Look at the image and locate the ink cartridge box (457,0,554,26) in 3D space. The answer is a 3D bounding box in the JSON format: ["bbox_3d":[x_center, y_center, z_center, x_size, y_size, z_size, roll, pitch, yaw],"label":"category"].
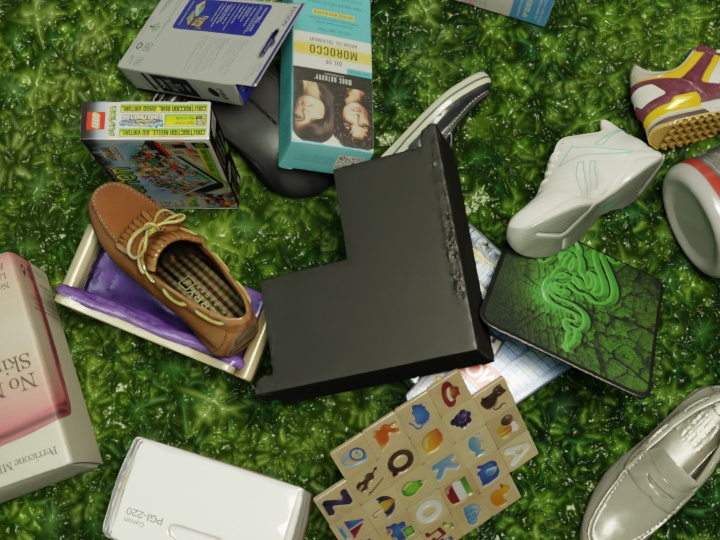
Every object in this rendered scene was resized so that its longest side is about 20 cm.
[{"bbox_3d":[0.112,-0.339,1.080,0.198,0.068,0.116,17,79,4],"label":"ink cartridge box"}]

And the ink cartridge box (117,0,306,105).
[{"bbox_3d":[-0.137,-0.212,1.016,0.199,0.039,0.100,16,68,39],"label":"ink cartridge box"}]

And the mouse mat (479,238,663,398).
[{"bbox_3d":[0.197,0.026,0.969,0.160,0.200,0.008,25,124,4],"label":"mouse mat"}]

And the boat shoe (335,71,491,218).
[{"bbox_3d":[0.062,-0.110,1.036,0.062,0.075,0.200,43,85,0],"label":"boat shoe"}]

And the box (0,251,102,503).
[{"bbox_3d":[-0.334,0.104,0.976,0.127,0.109,0.202,-20,79,-4],"label":"box"}]

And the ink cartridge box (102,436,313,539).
[{"bbox_3d":[-0.121,0.206,0.908,0.144,0.200,0.086,16,79,3],"label":"ink cartridge box"}]

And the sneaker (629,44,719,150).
[{"bbox_3d":[0.364,-0.186,1.047,0.198,0.075,0.091,-12,69,-9],"label":"sneaker"}]

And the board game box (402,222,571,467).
[{"bbox_3d":[0.086,0.075,1.003,0.200,0.062,0.200,42,81,8],"label":"board game box"}]

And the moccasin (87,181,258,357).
[{"bbox_3d":[-0.168,-0.010,0.938,0.073,0.078,0.202,-31,66,-26],"label":"moccasin"}]

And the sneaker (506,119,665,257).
[{"bbox_3d":[0.200,-0.078,1.018,0.199,0.071,0.080,-31,65,-31],"label":"sneaker"}]

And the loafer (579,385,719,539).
[{"bbox_3d":[0.276,0.184,0.976,0.070,0.070,0.200,40,82,7],"label":"loafer"}]

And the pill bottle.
[{"bbox_3d":[0.398,-0.082,1.005,0.198,0.116,0.117,-23,80,-5],"label":"pill bottle"}]

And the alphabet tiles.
[{"bbox_3d":[0.062,0.184,0.957,0.199,0.006,0.167,-32,120,-6],"label":"alphabet tiles"}]

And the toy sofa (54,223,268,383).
[{"bbox_3d":[-0.177,0.030,0.996,0.198,0.098,0.083,21,80,5],"label":"toy sofa"}]

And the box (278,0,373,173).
[{"bbox_3d":[-0.034,-0.192,1.028,0.081,0.049,0.202,6,63,-16],"label":"box"}]

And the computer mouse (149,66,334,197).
[{"bbox_3d":[-0.106,-0.152,1.053,0.200,0.053,0.139,39,81,7],"label":"computer mouse"}]

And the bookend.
[{"bbox_3d":[0.000,0.000,0.950,0.198,0.092,0.201,-14,75,13],"label":"bookend"}]

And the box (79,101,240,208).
[{"bbox_3d":[-0.175,-0.100,0.968,0.109,0.200,0.035,0,77,1],"label":"box"}]
